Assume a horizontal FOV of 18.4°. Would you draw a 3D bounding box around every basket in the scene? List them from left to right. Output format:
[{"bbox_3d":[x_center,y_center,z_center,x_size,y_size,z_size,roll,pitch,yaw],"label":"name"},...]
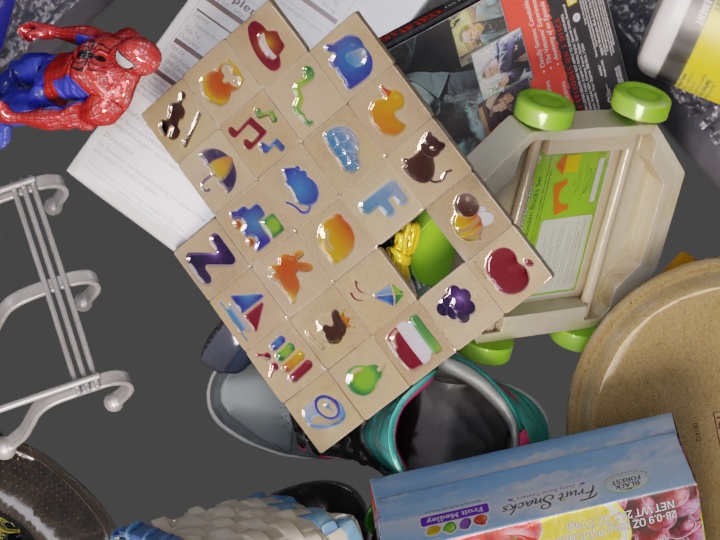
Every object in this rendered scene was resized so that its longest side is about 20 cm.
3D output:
[{"bbox_3d":[-0.089,0.200,1.147,0.199,0.176,0.140,-20,99,-19],"label":"basket"}]

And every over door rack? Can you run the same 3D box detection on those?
[{"bbox_3d":[-0.242,0.035,1.237,0.199,0.067,0.148,-14,62,-16],"label":"over door rack"}]

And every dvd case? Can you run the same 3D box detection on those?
[{"bbox_3d":[0.061,-0.077,1.211,0.199,0.022,0.147,-31,120,-20],"label":"dvd case"}]

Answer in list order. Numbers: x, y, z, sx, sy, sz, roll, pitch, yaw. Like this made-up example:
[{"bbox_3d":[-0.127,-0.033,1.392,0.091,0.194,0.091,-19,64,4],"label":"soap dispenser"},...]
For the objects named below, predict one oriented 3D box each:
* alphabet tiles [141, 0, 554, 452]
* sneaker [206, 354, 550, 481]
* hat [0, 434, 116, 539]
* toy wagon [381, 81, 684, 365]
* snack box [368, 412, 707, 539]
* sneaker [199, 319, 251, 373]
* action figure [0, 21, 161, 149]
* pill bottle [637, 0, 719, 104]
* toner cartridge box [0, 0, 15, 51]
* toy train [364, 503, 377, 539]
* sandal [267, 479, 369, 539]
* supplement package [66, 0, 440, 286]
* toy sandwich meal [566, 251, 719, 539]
[{"bbox_3d":[-0.021,-0.030,1.143,0.167,0.008,0.200,-38,86,26],"label":"alphabet tiles"},{"bbox_3d":[0.007,0.082,1.227,0.199,0.121,0.084,7,88,4],"label":"sneaker"},{"bbox_3d":[-0.228,0.195,1.256,0.199,0.081,0.202,2,77,-9],"label":"hat"},{"bbox_3d":[0.090,-0.025,1.204,0.199,0.040,0.156,-6,121,-34],"label":"toy wagon"},{"bbox_3d":[0.106,0.187,1.196,0.168,0.068,0.201,-13,126,3],"label":"snack box"},{"bbox_3d":[0.000,0.000,1.245,0.200,0.070,0.082,-44,91,-10],"label":"sneaker"},{"bbox_3d":[-0.174,-0.101,1.213,0.052,0.199,0.066,41,58,-34],"label":"action figure"},{"bbox_3d":[0.263,-0.127,1.227,0.199,0.114,0.115,21,89,3],"label":"pill bottle"},{"bbox_3d":[-0.229,-0.236,1.288,0.095,0.043,0.201,16,89,4],"label":"toner cartridge box"},{"bbox_3d":[-0.001,0.221,1.257,0.056,0.042,0.201,24,91,-33],"label":"toy train"},{"bbox_3d":[-0.082,0.187,1.266,0.199,0.045,0.075,-28,87,2],"label":"sandal"},{"bbox_3d":[-0.054,-0.100,1.240,0.109,0.114,0.200,36,90,5],"label":"supplement package"},{"bbox_3d":[0.211,0.075,1.249,0.204,0.070,0.206,0,98,3],"label":"toy sandwich meal"}]
